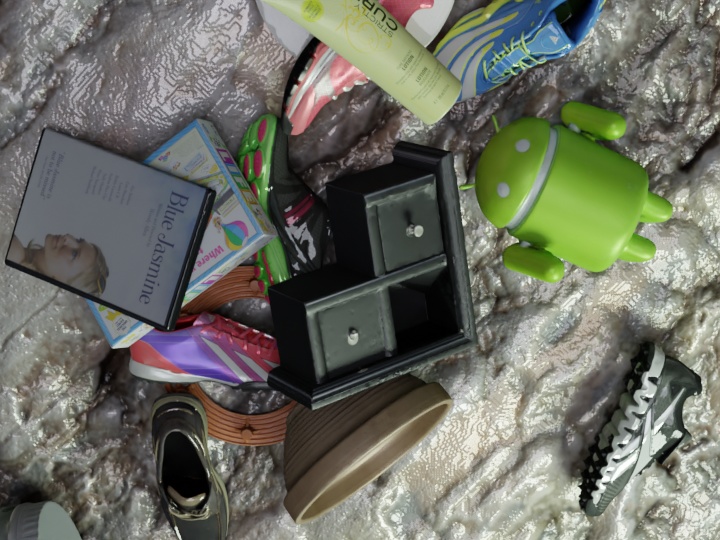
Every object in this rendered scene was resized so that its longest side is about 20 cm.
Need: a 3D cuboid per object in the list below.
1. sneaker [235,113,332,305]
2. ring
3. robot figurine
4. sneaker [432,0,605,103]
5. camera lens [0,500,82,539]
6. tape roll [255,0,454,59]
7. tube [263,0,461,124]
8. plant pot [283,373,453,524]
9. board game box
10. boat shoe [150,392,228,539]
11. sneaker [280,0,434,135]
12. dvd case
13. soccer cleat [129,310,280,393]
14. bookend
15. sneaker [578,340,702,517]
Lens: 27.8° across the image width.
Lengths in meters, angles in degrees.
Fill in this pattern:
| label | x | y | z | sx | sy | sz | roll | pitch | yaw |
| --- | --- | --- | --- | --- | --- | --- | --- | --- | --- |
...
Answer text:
| label | x | y | z | sx | sy | sz | roll | pitch | yaw |
| --- | --- | --- | --- | --- | --- | --- | --- | --- | --- |
| sneaker | -0.072 | -0.059 | 1.450 | 0.083 | 0.077 | 0.202 | -17 | 106 | -27 |
| ring | -0.113 | 0.093 | 1.517 | 0.198 | 0.019 | 0.203 | 0 | 108 | 0 |
| robot figurine | 0.199 | -0.074 | 1.417 | 0.198 | 0.116 | 0.177 | 24 | 90 | -7 |
| sneaker | 0.147 | -0.222 | 1.374 | 0.199 | 0.105 | 0.076 | -37 | 105 | 10 |
| camera lens | -0.395 | 0.340 | 1.517 | 0.198 | 0.160 | 0.161 | -19 | 108 | 5 |
| tape roll | -0.006 | -0.287 | 1.386 | 0.200 | 0.037 | 0.205 | -1 | 108 | -2 |
| tube | 0.004 | -0.210 | 1.302 | 0.200 | 0.058 | 0.052 | 39 | 130 | -20 |
| plant pot | -0.011 | 0.159 | 1.468 | 0.201 | 0.201 | 0.093 | -42 | 77 | 11 |
| board game box | -0.195 | -0.035 | 1.424 | 0.199 | 0.034 | 0.135 | -35 | 78 | 17 |
| boat shoe | -0.185 | 0.227 | 1.523 | 0.074 | 0.074 | 0.202 | -9 | 117 | 5 |
| sneaker | -0.003 | -0.200 | 1.357 | 0.086 | 0.074 | 0.201 | 31 | 105 | -12 |
| dvd case | -0.246 | -0.041 | 1.415 | 0.198 | 0.018 | 0.144 | 21 | 96 | 19 |
| soccer cleat | -0.135 | 0.078 | 1.469 | 0.197 | 0.068 | 0.074 | 4 | 104 | 1 |
| bookend | 0.000 | 0.000 | 1.405 | 0.197 | 0.092 | 0.202 | -18 | 110 | -28 |
| sneaker | 0.298 | 0.179 | 1.527 | 0.090 | 0.067 | 0.202 | 21 | 104 | -5 |
